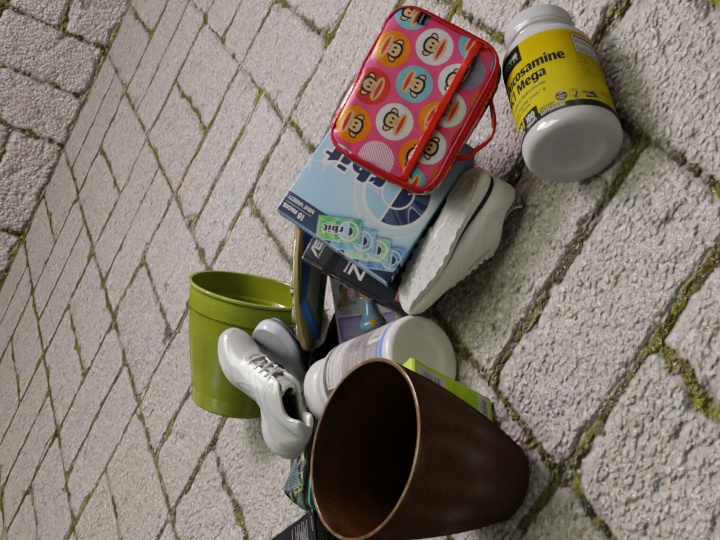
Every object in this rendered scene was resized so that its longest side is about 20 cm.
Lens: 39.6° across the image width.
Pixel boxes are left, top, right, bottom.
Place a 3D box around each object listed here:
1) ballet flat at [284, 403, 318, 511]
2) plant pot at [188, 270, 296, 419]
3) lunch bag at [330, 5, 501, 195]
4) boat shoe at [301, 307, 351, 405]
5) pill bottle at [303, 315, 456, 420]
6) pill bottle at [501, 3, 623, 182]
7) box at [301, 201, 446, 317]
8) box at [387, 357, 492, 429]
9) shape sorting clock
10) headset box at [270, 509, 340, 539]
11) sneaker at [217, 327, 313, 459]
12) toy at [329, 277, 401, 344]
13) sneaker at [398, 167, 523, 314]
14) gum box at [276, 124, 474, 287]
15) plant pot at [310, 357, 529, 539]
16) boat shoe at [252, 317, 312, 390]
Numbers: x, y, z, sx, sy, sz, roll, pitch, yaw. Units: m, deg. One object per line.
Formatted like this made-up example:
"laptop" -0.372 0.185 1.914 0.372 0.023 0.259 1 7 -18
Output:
"ballet flat" -0.066 0.232 1.400 0.074 0.074 0.201 3 76 57
"plant pot" -0.184 0.120 1.562 0.200 0.199 0.194 30 111 58
"lunch bag" 0.077 -0.193 1.190 0.201 0.175 0.082 -62 -8 4
"boat shoe" -0.049 0.136 1.440 0.201 0.067 0.072 -59 35 20
"pill bottle" 0.019 0.137 1.289 0.200 0.113 0.115 -27 52 48
"pill bottle" 0.226 -0.210 1.158 0.112 0.112 0.201 -42 42 38
"box" 0.041 -0.061 1.291 0.201 0.161 0.049 -60 -8 -5
"box" 0.049 0.198 1.198 0.200 0.122 0.048 -47 26 33
"shape sorting clock" -0.076 0.010 1.393 0.200 0.039 0.202 3 -90 -82
"headset box" -0.072 0.433 1.289 0.200 0.092 0.175 -44 41 37
"sneaker" -0.122 0.152 1.354 0.201 0.070 0.080 54 137 18
"toy" 0.000 0.000 1.341 0.114 0.047 0.201 -7 97 25
"sneaker" 0.122 -0.024 1.225 0.201 0.080 0.076 -56 32 8
"gum box" 0.020 -0.110 1.252 0.201 0.169 0.045 -56 -8 -4
"plant pot" 0.080 0.208 1.076 0.187 0.199 0.188 -32 49 46
"boat shoe" -0.105 0.110 1.446 0.068 0.200 0.057 22 67 19
